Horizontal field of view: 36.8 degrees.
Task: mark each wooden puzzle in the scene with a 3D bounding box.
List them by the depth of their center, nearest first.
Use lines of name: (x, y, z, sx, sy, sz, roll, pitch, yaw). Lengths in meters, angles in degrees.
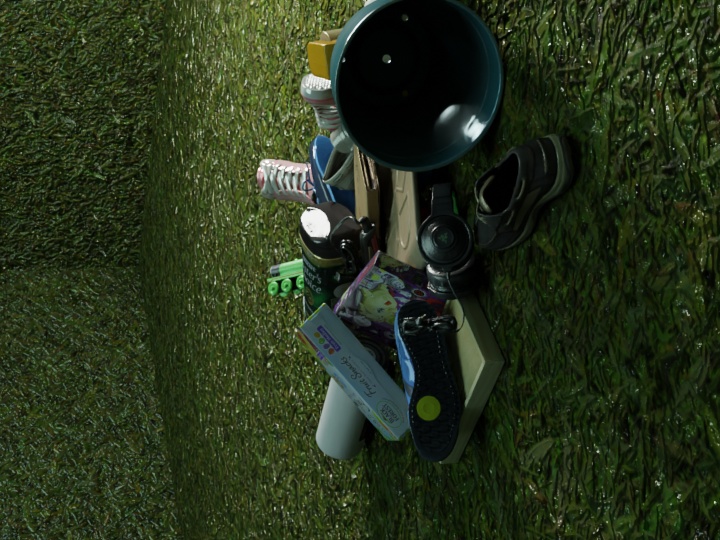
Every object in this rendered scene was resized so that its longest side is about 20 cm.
wooden puzzle: (0.065, -0.077, 1.443, 0.186, 0.046, 0.202, 110, 155, -64)

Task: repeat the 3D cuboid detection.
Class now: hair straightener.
hair straightener: (0.000, 0.000, 1.520, 0.201, 0.076, 0.041, 74, 175, -46)

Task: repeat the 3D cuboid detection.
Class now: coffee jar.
coffee jar: (-0.041, 0.002, 1.615, 0.104, 0.085, 0.202, -127, 28, -48)

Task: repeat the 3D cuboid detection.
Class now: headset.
headset: (0.092, -0.010, 1.282, 0.124, 0.093, 0.201, 71, -165, -50)

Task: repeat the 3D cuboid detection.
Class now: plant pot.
plant pot: (0.049, -0.240, 1.308, 0.188, 0.198, 0.202, -122, 35, -67)

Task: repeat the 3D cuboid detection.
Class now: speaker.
speaker: (-0.015, 0.200, 1.673, 0.082, 0.080, 0.201, -112, 28, -44)

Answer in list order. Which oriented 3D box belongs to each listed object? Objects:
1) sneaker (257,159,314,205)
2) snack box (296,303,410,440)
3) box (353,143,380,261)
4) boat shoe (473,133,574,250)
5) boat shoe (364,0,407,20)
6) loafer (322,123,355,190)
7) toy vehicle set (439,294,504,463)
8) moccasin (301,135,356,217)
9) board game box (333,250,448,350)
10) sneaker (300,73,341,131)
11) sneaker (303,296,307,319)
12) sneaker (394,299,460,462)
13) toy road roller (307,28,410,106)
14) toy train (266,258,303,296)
sneaker: (-0.122, -0.153, 1.897, 0.200, 0.104, 0.076, -155, 66, -67)
snack box: (-0.004, 0.142, 1.482, 0.200, 0.053, 0.142, 48, 172, 3)
box: (0.009, -0.101, 1.575, 0.201, 0.021, 0.165, 87, 174, -48)
boat shoe: (0.157, -0.084, 1.167, 0.200, 0.073, 0.075, 120, 144, -57)
boat shoe: (0.061, -0.369, 1.438, 0.200, 0.074, 0.069, -169, 87, -65)
loafer: (-0.010, -0.199, 1.642, 0.201, 0.069, 0.070, 108, 153, -43)
toy vehicle set: (0.119, 0.133, 1.362, 0.201, 0.026, 0.125, 107, 153, -43)
moccasin: (-0.056, -0.127, 1.750, 0.068, 0.080, 0.202, -43, 48, 39)
board game box: (0.042, 0.046, 1.447, 0.200, 0.119, 0.033, 127, 162, -61)
sneaker: (-0.041, -0.255, 1.655, 0.200, 0.074, 0.106, -62, -25, -67)
sneaker: (-0.055, 0.013, 1.786, 0.080, 0.073, 0.202, 135, 130, -61)
sneaker: (0.084, 0.137, 1.347, 0.078, 0.065, 0.202, 83, 178, -77)
toy road roller: (0.013, -0.258, 1.506, 0.200, 0.122, 0.148, -139, 39, -64)
toy train: (-0.072, 0.001, 1.744, 0.198, 0.042, 0.057, -12, 77, 34)
